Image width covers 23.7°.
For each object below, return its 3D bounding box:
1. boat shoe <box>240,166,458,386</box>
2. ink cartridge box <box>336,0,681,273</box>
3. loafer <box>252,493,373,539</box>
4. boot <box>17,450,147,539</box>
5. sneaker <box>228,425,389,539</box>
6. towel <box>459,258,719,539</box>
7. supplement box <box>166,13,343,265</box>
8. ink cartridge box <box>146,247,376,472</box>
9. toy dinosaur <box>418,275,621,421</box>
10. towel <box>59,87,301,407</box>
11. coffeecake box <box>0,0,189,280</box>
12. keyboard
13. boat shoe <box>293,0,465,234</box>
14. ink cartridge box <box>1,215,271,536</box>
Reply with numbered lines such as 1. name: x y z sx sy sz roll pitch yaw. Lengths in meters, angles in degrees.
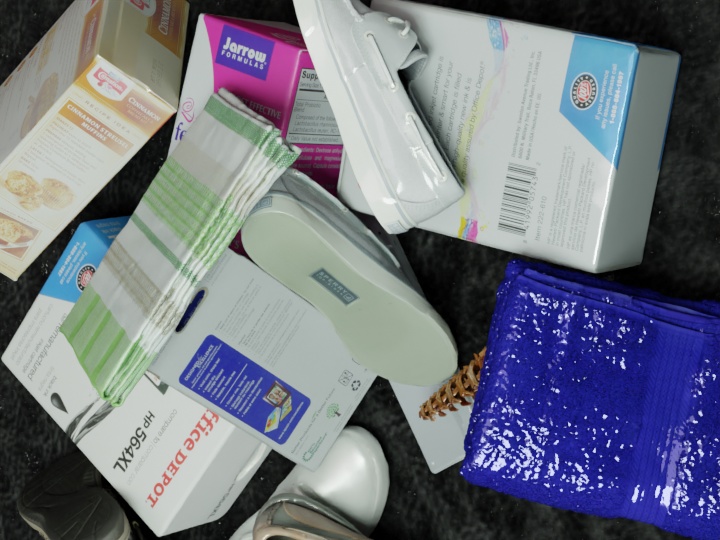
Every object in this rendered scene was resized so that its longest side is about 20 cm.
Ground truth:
1. boat shoe: -0.001 0.000 1.165 0.070 0.072 0.201 -28 125 30
2. ink cartridge box: 0.094 -0.093 1.135 0.199 0.084 0.146 16 102 29
3. loafer: 0.013 0.222 1.186 0.199 0.063 0.072 26 100 1
4. boot: -0.190 0.228 1.329 0.151 0.073 0.200 61 164 -20
5. sneaker: -0.057 0.196 1.252 0.075 0.088 0.200 48 115 20
6. towel: 0.170 0.080 1.046 0.199 0.050 0.149 12 77 3
7. supplement box: -0.070 -0.071 1.223 0.101 0.103 0.201 23 104 34
8. ink cartridge box: -0.072 0.056 1.171 0.039 0.200 0.100 30 84 44
9. toy dinosaur: 0.137 0.078 1.140 0.200 0.102 0.137 -24 66 48
10. towel: -0.120 -0.018 1.111 0.201 0.031 0.149 -56 24 3
11. coffeecake box: -0.219 -0.116 1.280 0.073 0.154 0.200 34 120 -24
12. keyboard: 0.030 0.044 1.232 0.056 0.011 0.201 -32 78 34
13. boat shoe: 0.011 -0.126 1.100 0.068 0.072 0.201 -22 75 11
14. ink cartridge box: -0.156 0.077 1.302 0.200 0.084 0.146 44 114 21
